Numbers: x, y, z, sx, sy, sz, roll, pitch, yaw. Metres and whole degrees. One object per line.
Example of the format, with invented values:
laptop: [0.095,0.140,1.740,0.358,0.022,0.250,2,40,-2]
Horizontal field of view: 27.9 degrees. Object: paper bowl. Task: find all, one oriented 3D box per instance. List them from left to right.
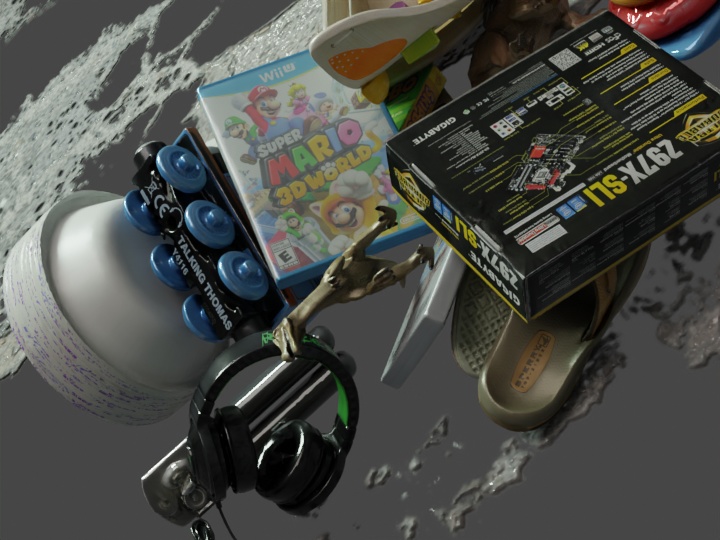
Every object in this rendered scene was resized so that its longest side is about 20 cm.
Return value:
paper bowl: [-0.195,0.021,1.231,0.104,0.200,0.202,-38,33,31]

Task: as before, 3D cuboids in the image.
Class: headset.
headset: [-0.078,0.134,1.067,0.202,0.122,0.094,-70,26,14]

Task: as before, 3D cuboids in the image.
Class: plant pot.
plant pot: [0.045,-0.216,1.307,0.198,0.028,0.201,-30,23,14]

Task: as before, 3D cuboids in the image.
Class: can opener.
can opener: [-0.090,0.121,1.144,0.200,0.053,0.067,-42,9,2]

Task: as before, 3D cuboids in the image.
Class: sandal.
sandal: [0.134,0.009,0.956,0.080,0.054,0.202,21,74,25]

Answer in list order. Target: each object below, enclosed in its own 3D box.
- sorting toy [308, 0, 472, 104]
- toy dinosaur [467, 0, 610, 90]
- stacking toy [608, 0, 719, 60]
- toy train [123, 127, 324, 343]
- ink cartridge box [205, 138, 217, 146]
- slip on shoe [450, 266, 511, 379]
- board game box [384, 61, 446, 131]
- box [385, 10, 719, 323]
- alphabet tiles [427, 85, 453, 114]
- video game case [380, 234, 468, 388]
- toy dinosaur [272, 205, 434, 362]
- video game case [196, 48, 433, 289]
sorting toy: [0.055,-0.241,1.164,0.179,0.107,0.201,-27,38,21]
toy dinosaur: [0.123,-0.188,1.175,0.135,0.086,0.202,21,78,56]
stacking toy: [0.190,-0.254,1.043,0.117,0.200,0.109,-54,32,-6]
toy train: [-0.113,-0.024,1.192,0.087,0.114,0.201,-45,68,35]
ink cartridge box: [-0.118,-0.069,1.338,0.199,0.066,0.117,-19,42,52]
slip on shoe: [0.113,-0.013,1.032,0.061,0.073,0.202,117,172,-69]
board game box: [0.007,-0.103,1.250,0.095,0.030,0.202,-11,47,47]
box: [0.139,-0.075,0.954,0.199,0.050,0.160,-32,52,-16]
alphabet tiles: [0.001,-0.094,1.282,0.200,0.008,0.168,-42,30,9]
video game case: [0.071,-0.024,1.060,0.143,0.018,0.202,117,176,-65]
toy dinosaur: [0.000,0.000,1.047,0.101,0.059,0.200,-35,-2,34]
video game case: [-0.036,-0.093,1.180,0.141,0.018,0.202,-20,61,-9]
